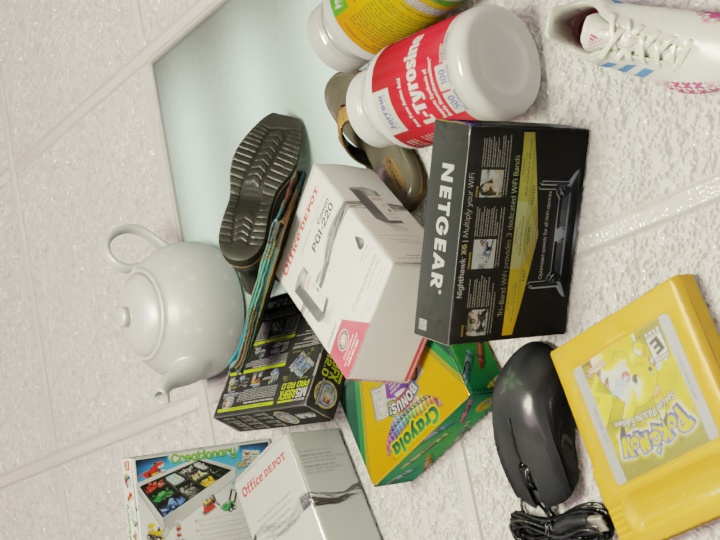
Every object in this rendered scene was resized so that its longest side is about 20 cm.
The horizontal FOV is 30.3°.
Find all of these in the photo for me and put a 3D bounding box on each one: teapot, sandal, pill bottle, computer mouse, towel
[{"bbox_3d":[-0.257,0.052,1.754,0.199,0.145,0.200,18,106,51],"label":"teapot"},{"bbox_3d":[0.006,-0.146,1.474,0.082,0.054,0.201,-50,54,41],"label":"sandal"},{"bbox_3d":[0.029,-0.289,1.389,0.200,0.110,0.112,-31,68,49],"label":"pill bottle"},{"bbox_3d":[0.077,-0.186,1.336,0.199,0.111,0.114,-13,82,52],"label":"pill bottle"},{"bbox_3d":[0.170,0.170,1.285,0.138,0.052,0.202,-18,78,52],"label":"computer mouse"},{"bbox_3d":[-0.106,0.000,1.508,0.147,0.021,0.201,-77,4,-62],"label":"towel"}]

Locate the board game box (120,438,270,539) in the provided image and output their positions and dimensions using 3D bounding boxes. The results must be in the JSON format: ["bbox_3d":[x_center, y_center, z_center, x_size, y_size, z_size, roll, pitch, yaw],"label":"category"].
[{"bbox_3d":[-0.195,0.283,1.644,0.034,0.198,0.128,-14,80,53],"label":"board game box"}]

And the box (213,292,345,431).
[{"bbox_3d":[-0.082,0.102,1.555,0.199,0.044,0.162,-16,51,51],"label":"box"}]

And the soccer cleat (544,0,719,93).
[{"bbox_3d":[0.242,-0.194,1.141,0.199,0.086,0.071,23,110,49],"label":"soccer cleat"}]

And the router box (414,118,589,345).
[{"bbox_3d":[0.132,-0.037,1.237,0.052,0.156,0.202,17,105,50],"label":"router box"}]

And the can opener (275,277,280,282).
[{"bbox_3d":[-0.041,-0.038,1.543,0.200,0.052,0.067,-41,60,46],"label":"can opener"}]

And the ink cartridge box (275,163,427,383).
[{"bbox_3d":[0.000,0.000,1.388,0.200,0.084,0.147,54,130,48],"label":"ink cartridge box"}]

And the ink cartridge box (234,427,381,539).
[{"bbox_3d":[-0.057,0.305,1.561,0.145,0.083,0.201,-47,56,43],"label":"ink cartridge box"}]

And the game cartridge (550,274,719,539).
[{"bbox_3d":[0.263,0.130,1.179,0.176,0.032,0.202,-40,61,46],"label":"game cartridge"}]

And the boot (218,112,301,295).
[{"bbox_3d":[-0.120,-0.078,1.633,0.139,0.077,0.202,80,-151,-67],"label":"boot"}]

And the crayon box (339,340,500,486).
[{"bbox_3d":[0.062,0.130,1.415,0.200,0.058,0.120,-50,53,41],"label":"crayon box"}]
